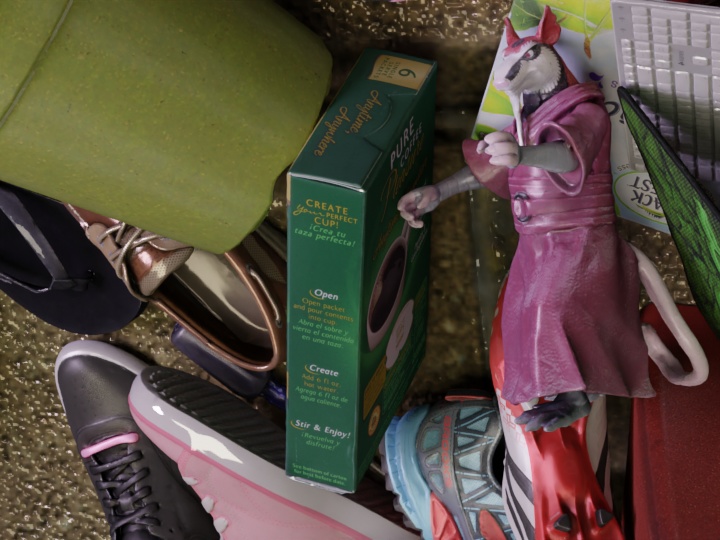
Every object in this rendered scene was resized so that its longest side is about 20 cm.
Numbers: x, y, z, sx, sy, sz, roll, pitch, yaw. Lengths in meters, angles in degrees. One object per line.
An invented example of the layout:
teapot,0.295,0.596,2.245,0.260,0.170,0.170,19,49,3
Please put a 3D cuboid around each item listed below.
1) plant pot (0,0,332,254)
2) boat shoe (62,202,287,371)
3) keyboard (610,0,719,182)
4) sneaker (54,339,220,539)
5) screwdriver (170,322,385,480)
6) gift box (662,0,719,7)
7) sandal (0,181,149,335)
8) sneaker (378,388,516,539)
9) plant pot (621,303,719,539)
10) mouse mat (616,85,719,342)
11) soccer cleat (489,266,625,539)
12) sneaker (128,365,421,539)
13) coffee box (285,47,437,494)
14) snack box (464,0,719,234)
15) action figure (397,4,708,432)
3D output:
plant pot,-0.123,-0.102,1.338,0.189,0.201,0.200,29,123,-16
boat shoe,-0.103,-0.022,1.430,0.200,0.072,0.076,38,121,-8
keyboard,0.148,-0.080,1.232,0.056,0.011,0.200,14,164,13
sneaker,-0.124,0.139,1.510,0.070,0.099,0.201,-17,112,25
screwdriver,-0.023,0.085,1.504,0.199,0.029,0.028,34,121,-15
gift box,0.183,-0.211,1.184,0.198,0.185,0.188,7,119,18
sandal,-0.205,-0.029,1.469,0.200,0.043,0.076,39,121,-9
sneaker,0.096,0.153,1.473,0.095,0.079,0.201,-28,109,24
plant pot,0.225,0.157,1.384,0.198,0.177,0.201,7,120,10
mouse mat,0.178,0.020,1.244,0.007,0.161,0.200,-31,138,-1
soccer cleat,0.100,0.091,1.405,0.068,0.202,0.085,-4,163,-16
sneaker,-0.063,0.140,1.481,0.200,0.075,0.105,32,105,-22
coffee box,0.000,0.000,1.372,0.044,0.123,0.201,13,131,14
snack box,0.167,-0.090,1.332,0.199,0.053,0.143,19,124,4
action figure,0.105,-0.028,1.293,0.148,0.134,0.202,-6,97,-18
